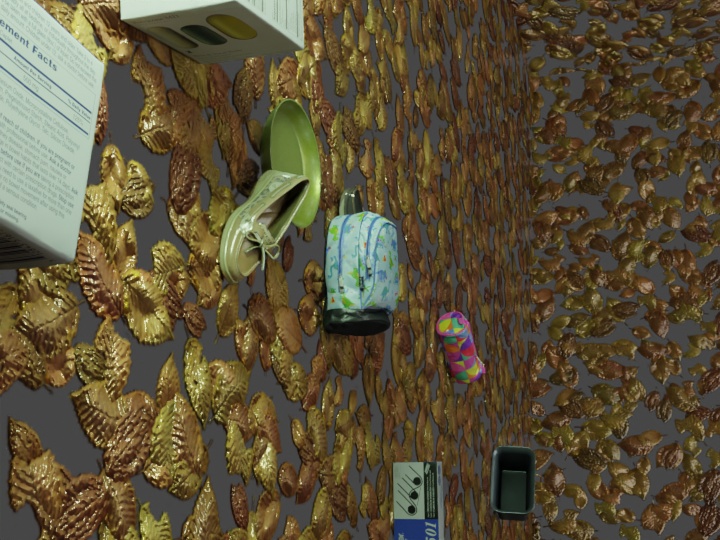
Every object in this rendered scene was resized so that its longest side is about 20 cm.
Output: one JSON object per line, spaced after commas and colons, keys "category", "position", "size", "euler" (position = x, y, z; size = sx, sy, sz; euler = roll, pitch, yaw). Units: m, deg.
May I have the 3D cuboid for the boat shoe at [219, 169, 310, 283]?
{"category": "boat shoe", "position": [-0.134, -0.066, 1.364], "size": [0.200, 0.062, 0.073], "euler": [-67, 148, -33]}

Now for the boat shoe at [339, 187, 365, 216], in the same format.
{"category": "boat shoe", "position": [0.013, -0.060, 1.807], "size": [0.075, 0.073, 0.201], "euler": [-61, 142, -59]}

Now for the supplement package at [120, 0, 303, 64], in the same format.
{"category": "supplement package", "position": [-0.177, -0.357, 1.197], "size": [0.200, 0.151, 0.151], "euler": [11, 75, -71]}

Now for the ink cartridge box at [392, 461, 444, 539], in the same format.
{"category": "ink cartridge box", "position": [0.116, 0.481, 1.947], "size": [0.044, 0.094, 0.201], "euler": [27, 60, -68]}

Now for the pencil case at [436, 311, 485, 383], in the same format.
{"category": "pencil case", "position": [0.246, 0.192, 2.420], "size": [0.200, 0.088, 0.089], "euler": [66, 27, -42]}

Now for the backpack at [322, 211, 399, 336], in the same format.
{"category": "backpack", "position": [0.000, 0.000, 1.685], "size": [0.163, 0.153, 0.201], "euler": [20, 53, -62]}

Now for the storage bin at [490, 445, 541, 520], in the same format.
{"category": "storage bin", "position": [0.455, 0.632, 2.866], "size": [0.134, 0.145, 0.201], "euler": [75, 19, -57]}

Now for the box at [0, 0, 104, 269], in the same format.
{"category": "box", "position": [-0.316, -0.125, 0.806], "size": [0.184, 0.104, 0.201], "euler": [46, 44, -61]}

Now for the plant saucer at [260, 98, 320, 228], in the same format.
{"category": "plant saucer", "position": [-0.112, -0.165, 1.532], "size": [0.200, 0.031, 0.201], "euler": [-4, 90, -72]}
